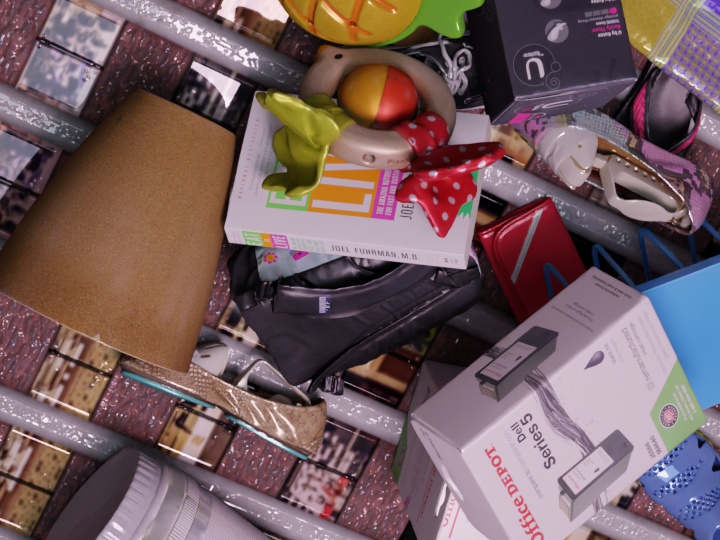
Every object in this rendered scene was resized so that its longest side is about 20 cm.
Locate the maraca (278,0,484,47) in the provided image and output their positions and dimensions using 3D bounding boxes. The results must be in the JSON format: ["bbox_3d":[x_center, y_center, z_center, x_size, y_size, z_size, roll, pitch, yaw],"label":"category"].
[{"bbox_3d":[0.009,-0.245,1.587,0.200,0.107,0.137,7,124,32],"label":"maraca"}]

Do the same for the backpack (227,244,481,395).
[{"bbox_3d":[0.000,0.000,1.671,0.200,0.127,0.167,-24,141,8],"label":"backpack"}]

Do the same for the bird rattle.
[{"bbox_3d":[0.018,-0.123,1.562,0.200,0.163,0.113,4,137,5],"label":"bird rattle"}]

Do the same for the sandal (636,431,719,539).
[{"bbox_3d":[0.325,0.219,1.821,0.079,0.087,0.200,-42,107,8],"label":"sandal"}]

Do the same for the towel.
[{"bbox_3d":[0.307,-0.226,1.686,0.200,0.023,0.144,38,84,-15],"label":"towel"}]

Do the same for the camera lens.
[{"bbox_3d":[-0.165,0.272,1.727,0.200,0.160,0.160,39,99,-18],"label":"camera lens"}]

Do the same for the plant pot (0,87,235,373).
[{"bbox_3d":[-0.185,-0.042,1.626,0.186,0.186,0.200,26,90,-15],"label":"plant pot"}]

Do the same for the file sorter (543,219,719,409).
[{"bbox_3d":[0.277,0.033,1.715,0.200,0.123,0.139,-20,121,-7],"label":"file sorter"}]

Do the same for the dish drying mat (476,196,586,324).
[{"bbox_3d":[0.179,0.034,1.773,0.077,0.018,0.200,-27,109,0],"label":"dish drying mat"}]

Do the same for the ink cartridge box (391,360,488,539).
[{"bbox_3d":[0.087,0.169,1.708,0.067,0.200,0.117,13,106,-12],"label":"ink cartridge box"}]

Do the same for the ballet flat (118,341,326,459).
[{"bbox_3d":[-0.117,0.101,1.735,0.200,0.071,0.065,26,86,-21],"label":"ballet flat"}]

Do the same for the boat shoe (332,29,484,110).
[{"bbox_3d":[0.065,-0.167,1.664,0.199,0.068,0.074,0,108,-8],"label":"boat shoe"}]

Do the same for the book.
[{"bbox_3d":[-0.001,-0.073,1.614,0.200,0.134,0.048,6,151,11],"label":"book"}]

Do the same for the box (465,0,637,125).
[{"bbox_3d":[0.144,-0.231,1.592,0.106,0.122,0.200,-10,85,-7],"label":"box"}]

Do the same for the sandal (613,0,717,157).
[{"bbox_3d":[0.268,-0.142,1.714,0.075,0.045,0.200,17,105,-15],"label":"sandal"}]

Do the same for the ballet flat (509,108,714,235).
[{"bbox_3d":[0.212,-0.089,1.670,0.200,0.071,0.069,26,140,-10],"label":"ballet flat"}]

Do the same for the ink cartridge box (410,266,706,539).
[{"bbox_3d":[0.161,0.119,1.577,0.200,0.084,0.146,-38,123,-12],"label":"ink cartridge box"}]
